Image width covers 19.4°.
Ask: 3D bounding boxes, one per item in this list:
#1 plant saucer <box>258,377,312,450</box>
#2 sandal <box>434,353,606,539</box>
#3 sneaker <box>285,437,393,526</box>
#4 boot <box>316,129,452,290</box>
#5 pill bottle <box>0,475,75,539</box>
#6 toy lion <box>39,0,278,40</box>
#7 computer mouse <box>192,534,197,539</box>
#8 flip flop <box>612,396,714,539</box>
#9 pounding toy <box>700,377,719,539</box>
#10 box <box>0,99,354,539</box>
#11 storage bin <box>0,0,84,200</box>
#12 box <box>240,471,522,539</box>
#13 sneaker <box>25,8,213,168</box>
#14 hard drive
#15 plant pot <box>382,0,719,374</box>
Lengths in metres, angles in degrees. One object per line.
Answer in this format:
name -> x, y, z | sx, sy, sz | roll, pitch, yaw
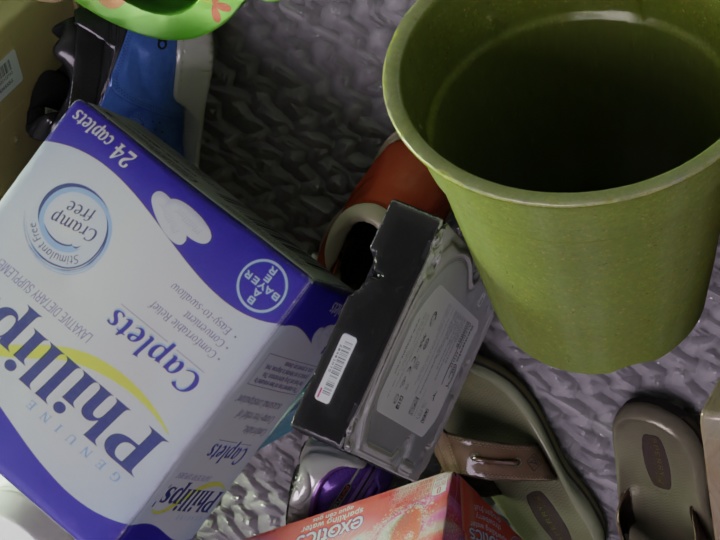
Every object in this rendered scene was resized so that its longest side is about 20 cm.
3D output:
plant saucer -> -0.029, 0.077, 1.363 | 0.019, 0.070, 0.200 | 58, 162, 8
sandal -> 0.091, 0.128, 1.380 | 0.080, 0.057, 0.201 | -26, 108, 44
sneaker -> -0.010, 0.206, 1.504 | 0.083, 0.081, 0.200 | 12, 135, 10
boot -> 0.000, 0.000, 1.301 | 0.075, 0.107, 0.200 | 29, 138, 6
pill bottle -> -0.188, 0.136, 1.470 | 0.111, 0.200, 0.111 | 19, 133, 21
toy lion -> -0.085, -0.214, 1.200 | 0.192, 0.069, 0.200 | 28, 125, 3
computer mouse -> -0.161, 0.203, 1.599 | 0.110, 0.044, 0.200 | 50, 156, -4
flip flop -> 0.198, 0.171, 1.344 | 0.081, 0.058, 0.200 | 5, 127, 31
pounding toy -> 0.275, 0.092, 1.133 | 0.142, 0.184, 0.200 | 8, 129, 29
box -> -0.136, 0.038, 1.218 | 0.184, 0.105, 0.200 | 38, 95, 17
storage bin -> -0.252, -0.086, 1.328 | 0.094, 0.200, 0.199 | 7, 129, 28
box -> 0.004, 0.220, 1.398 | 0.200, 0.095, 0.103 | -21, 127, 30
sneaker -> -0.156, -0.079, 1.329 | 0.111, 0.077, 0.200 | 1, 130, -10
hard drive -> 0.027, 0.047, 1.229 | 0.038, 0.140, 0.200 | 23, 174, 16
plant pot -> 0.123, -0.046, 1.138 | 0.200, 0.200, 0.190 | 16, 144, 23
